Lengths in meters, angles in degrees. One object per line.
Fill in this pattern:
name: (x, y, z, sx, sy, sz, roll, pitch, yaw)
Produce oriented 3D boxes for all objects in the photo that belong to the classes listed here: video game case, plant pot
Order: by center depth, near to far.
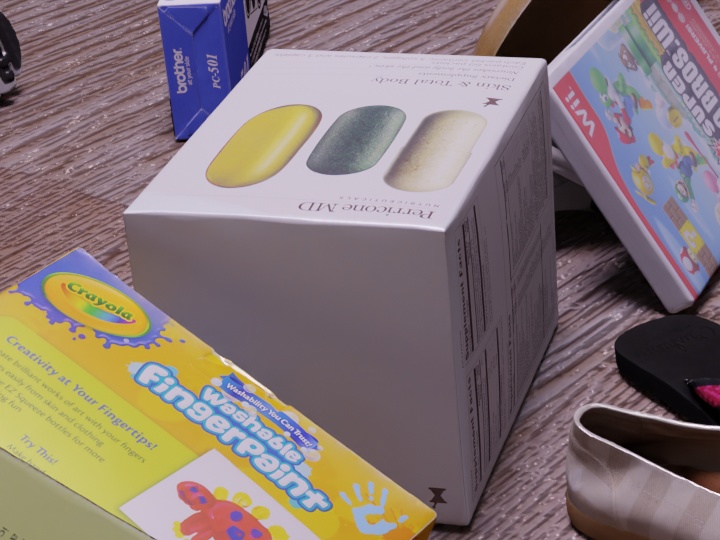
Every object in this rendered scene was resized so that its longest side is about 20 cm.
video game case: (0.171, -0.080, 1.156, 0.017, 0.143, 0.200, -29, 10, 37)
plant pot: (0.129, -0.152, 1.236, 0.200, 0.200, 0.027, -28, 63, -38)

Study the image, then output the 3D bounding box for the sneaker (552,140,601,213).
sneaker: (0.066, -0.060, 1.158, 0.200, 0.079, 0.074, 11, 31, -41)

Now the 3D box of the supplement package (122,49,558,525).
supplement package: (0.000, 0.000, 1.000, 0.151, 0.151, 0.200, 4, 28, 17)

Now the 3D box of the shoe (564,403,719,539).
shoe: (0.172, 0.102, 0.875, 0.200, 0.054, 0.070, 13, 32, 32)

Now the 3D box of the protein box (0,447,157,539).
protein box: (-0.110, 0.173, 0.610, 0.200, 0.135, 0.199, 22, 70, 42)

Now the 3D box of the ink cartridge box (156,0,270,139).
ink cartridge box: (-0.098, -0.172, 1.424, 0.044, 0.094, 0.200, -2, 26, 6)

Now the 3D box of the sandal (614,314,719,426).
sandal: (0.189, 0.054, 0.976, 0.075, 0.045, 0.200, -20, 30, -27)

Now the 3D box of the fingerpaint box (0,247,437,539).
fingerpaint box: (-0.100, 0.102, 0.831, 0.200, 0.073, 0.167, 35, 42, 18)

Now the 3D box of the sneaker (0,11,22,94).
sneaker: (-0.311, -0.114, 1.390, 0.081, 0.075, 0.200, -5, 21, 32)
